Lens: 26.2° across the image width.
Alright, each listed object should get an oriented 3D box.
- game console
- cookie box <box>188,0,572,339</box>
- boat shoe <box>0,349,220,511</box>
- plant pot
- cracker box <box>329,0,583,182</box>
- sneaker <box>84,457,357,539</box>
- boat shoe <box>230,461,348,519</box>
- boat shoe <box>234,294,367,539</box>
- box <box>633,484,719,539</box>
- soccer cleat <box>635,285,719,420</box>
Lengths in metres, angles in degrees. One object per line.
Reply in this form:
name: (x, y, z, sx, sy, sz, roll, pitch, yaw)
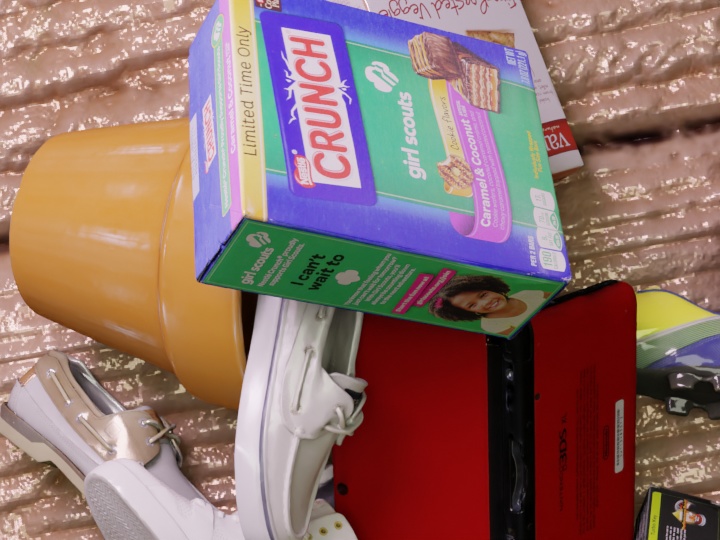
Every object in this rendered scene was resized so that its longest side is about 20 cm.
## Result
game console: (0.082, 0.108, 0.995, 0.171, 0.118, 0.202, -17, 113, -39)
cookie box: (0.007, -0.062, 0.882, 0.198, 0.075, 0.173, 10, 54, -23)
boat shoe: (-0.156, 0.123, 1.033, 0.199, 0.075, 0.069, 31, 87, 18)
plant pot: (-0.119, -0.018, 1.010, 0.181, 0.200, 0.202, 8, 85, 19)
cracker box: (0.054, -0.141, 1.035, 0.133, 0.058, 0.202, -16, 83, -37)
sneaker: (-0.073, 0.171, 0.964, 0.200, 0.074, 0.116, 49, 57, -6)
boat shoe: (0.003, 0.146, 1.035, 0.199, 0.074, 0.061, -30, 83, 3)
boat shoe: (-0.027, 0.071, 0.917, 0.065, 0.072, 0.202, 3, 78, 21)
box: (0.260, 0.242, 0.965, 0.191, 0.048, 0.201, 12, 42, 5)
soccer cleat: (0.171, 0.044, 1.051, 0.198, 0.065, 0.084, 11, 56, 9)
